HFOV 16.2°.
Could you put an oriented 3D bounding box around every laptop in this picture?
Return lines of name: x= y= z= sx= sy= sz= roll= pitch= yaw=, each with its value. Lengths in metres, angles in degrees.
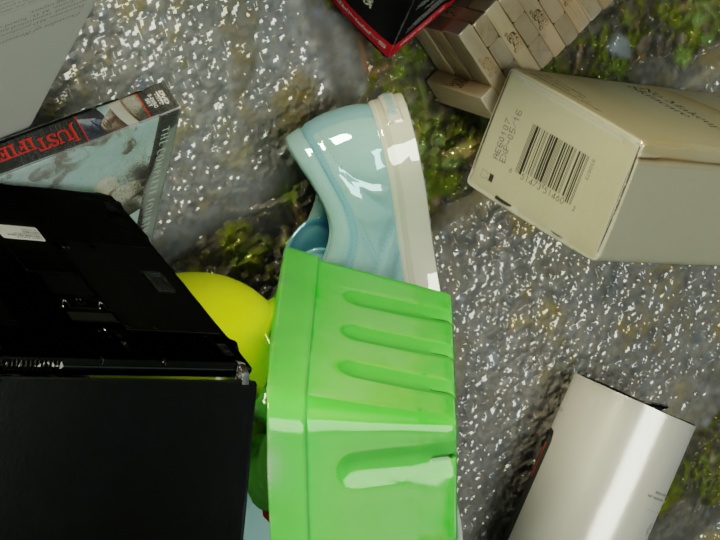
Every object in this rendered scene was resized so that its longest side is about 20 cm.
laptop: x=-0.141 y=0.060 z=1.117 sx=0.177 sy=0.200 sz=0.103 roll=5 pitch=128 yaw=-53

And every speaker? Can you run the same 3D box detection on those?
speaker: x=0.124 y=0.164 z=1.488 sx=0.081 sy=0.081 sz=0.201 roll=23 pitch=91 yaw=-36

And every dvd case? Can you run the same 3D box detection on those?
dvd case: x=-0.184 y=-0.010 z=1.218 sx=0.199 sy=0.022 sz=0.146 roll=-24 pitch=154 yaw=-27

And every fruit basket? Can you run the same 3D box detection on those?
fruit basket: x=-0.051 y=0.073 z=1.263 sx=0.215 sy=0.215 sz=0.156 roll=-14 pitch=116 yaw=-30

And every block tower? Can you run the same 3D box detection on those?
block tower: x=0.113 y=-0.173 z=1.397 sx=0.200 sy=0.054 sz=0.058 roll=-46 pitch=123 yaw=-14

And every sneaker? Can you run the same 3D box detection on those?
sneaker: x=0.000 y=0.000 z=1.376 sx=0.081 sy=0.074 sz=0.201 roll=-11 pitch=115 yaw=-2

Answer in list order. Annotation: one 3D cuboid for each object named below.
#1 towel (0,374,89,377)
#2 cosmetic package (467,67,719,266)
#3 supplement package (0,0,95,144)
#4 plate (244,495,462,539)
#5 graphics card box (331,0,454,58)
towel: x=-0.232 y=0.079 z=1.173 sx=0.165 sy=0.086 sz=0.200 roll=28 pitch=132 yaw=-35
cosmetic package: x=0.165 y=-0.054 z=1.404 sx=0.199 sy=0.103 sz=0.073 roll=0 pitch=117 yaw=-49
supplement package: x=-0.199 y=-0.126 z=1.098 sx=0.117 sy=0.200 sz=0.117 roll=-23 pitch=78 yaw=-27
plate: x=-0.030 y=0.175 z=1.424 sx=0.199 sy=0.026 sz=0.201 roll=-10 pitch=109 yaw=-30
graphics card box: x=0.054 y=-0.193 z=1.274 sx=0.125 sy=0.200 sz=0.051 roll=-43 pitch=86 yaw=-15
